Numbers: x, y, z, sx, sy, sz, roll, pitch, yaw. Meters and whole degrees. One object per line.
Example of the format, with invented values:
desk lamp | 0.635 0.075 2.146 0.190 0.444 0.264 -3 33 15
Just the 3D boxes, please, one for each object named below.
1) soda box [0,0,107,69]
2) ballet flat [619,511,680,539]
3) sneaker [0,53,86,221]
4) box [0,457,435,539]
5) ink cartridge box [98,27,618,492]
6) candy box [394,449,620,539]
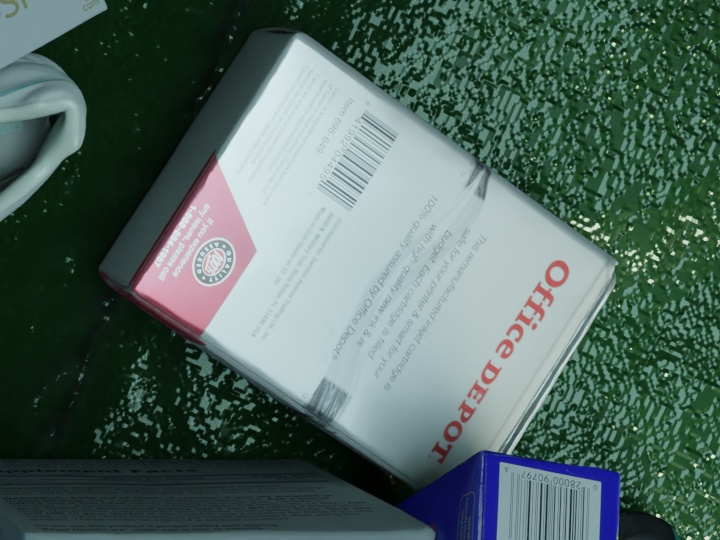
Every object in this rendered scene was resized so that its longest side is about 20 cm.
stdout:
soda box | -0.208 -0.100 1.293 0.200 0.063 0.068 -34 109 -37
ballet flat | 0.092 0.202 1.469 0.073 0.073 0.200 43 83 -18
sneaker | -0.207 -0.030 1.334 0.200 0.080 0.071 -39 109 -9
box | -0.087 0.149 1.331 0.183 0.200 0.106 2 95 -19
ink cartridge box | 0.000 0.000 1.405 0.200 0.085 0.146 35 85 -17
candy box | 0.041 0.191 1.355 0.077 0.200 0.170 13 67 -21
